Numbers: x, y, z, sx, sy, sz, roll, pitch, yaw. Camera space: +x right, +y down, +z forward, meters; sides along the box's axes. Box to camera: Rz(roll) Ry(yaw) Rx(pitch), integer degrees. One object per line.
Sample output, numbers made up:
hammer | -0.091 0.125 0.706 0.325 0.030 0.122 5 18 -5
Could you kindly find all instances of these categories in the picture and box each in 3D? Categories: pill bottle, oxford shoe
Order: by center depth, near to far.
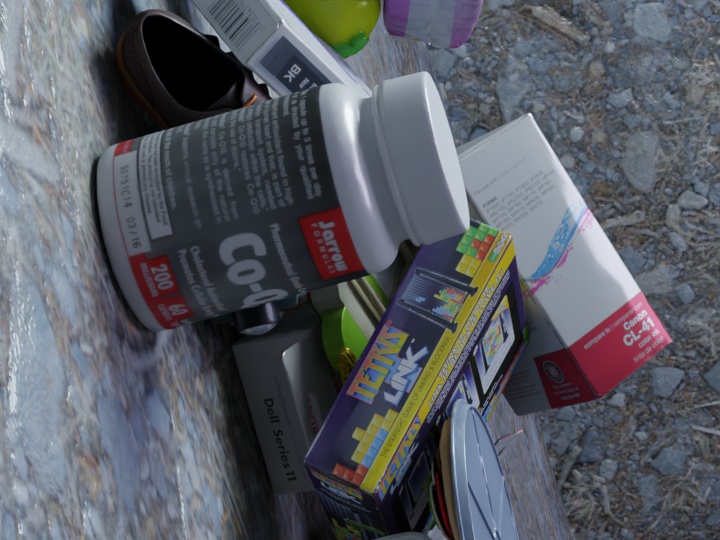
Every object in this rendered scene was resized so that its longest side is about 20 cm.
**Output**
pill bottle | -0.043 -0.043 1.178 0.114 0.198 0.115 -15 90 -81
oxford shoe | -0.074 -0.081 1.251 0.200 0.071 0.073 42 -11 -3

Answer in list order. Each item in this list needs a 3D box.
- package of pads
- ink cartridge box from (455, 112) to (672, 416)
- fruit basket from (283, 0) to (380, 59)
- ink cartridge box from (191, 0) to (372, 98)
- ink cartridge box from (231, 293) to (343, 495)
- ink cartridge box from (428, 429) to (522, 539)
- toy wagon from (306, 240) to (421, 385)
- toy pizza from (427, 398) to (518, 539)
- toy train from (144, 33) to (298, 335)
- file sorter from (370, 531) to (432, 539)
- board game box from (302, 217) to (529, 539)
package of pads | 0.064 -0.278 1.492 0.121 0.075 0.202 105 -6 -67
ink cartridge box | 0.121 -0.001 1.495 0.201 0.085 0.147 59 -20 -4
fruit basket | -0.047 -0.260 1.515 0.156 0.214 0.217 -80 154 -71
ink cartridge box | -0.043 -0.141 1.345 0.200 0.043 0.198 39 8 -41
ink cartridge box | -0.025 0.082 1.434 0.200 0.067 0.118 -36 113 -61
ink cartridge box | 0.051 0.185 1.558 0.043 0.174 0.200 35 3 9
toy wagon | 0.000 0.000 1.398 0.156 0.039 0.201 56 34 -37
toy pizza | 0.076 0.185 1.317 0.200 0.031 0.202 -12 90 -79
toy train | -0.087 -0.055 1.345 0.114 0.084 0.202 94 -18 -86
file sorter | 0.020 0.285 1.304 0.139 0.123 0.201 -95 167 -51
board game box | 0.042 0.085 1.355 0.201 0.056 0.166 -60 158 -21
